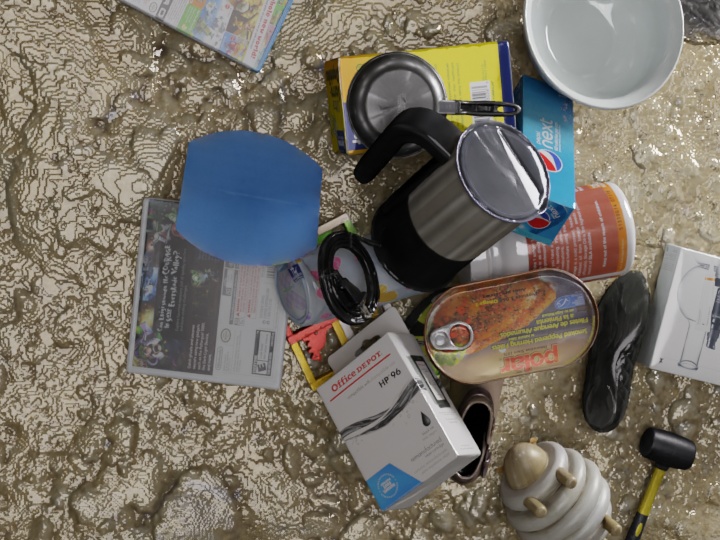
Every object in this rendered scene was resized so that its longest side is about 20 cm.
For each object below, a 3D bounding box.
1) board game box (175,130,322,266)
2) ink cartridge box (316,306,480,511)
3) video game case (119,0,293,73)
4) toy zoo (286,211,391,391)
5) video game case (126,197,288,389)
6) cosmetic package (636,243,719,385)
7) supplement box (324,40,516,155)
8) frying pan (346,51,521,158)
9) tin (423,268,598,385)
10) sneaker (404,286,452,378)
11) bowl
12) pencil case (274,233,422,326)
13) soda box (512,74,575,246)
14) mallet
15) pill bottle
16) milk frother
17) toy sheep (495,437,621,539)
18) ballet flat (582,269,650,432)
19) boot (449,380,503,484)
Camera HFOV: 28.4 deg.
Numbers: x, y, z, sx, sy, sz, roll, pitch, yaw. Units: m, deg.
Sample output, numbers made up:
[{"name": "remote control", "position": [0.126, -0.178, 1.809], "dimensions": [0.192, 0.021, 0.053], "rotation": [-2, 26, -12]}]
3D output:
[{"name": "board game box", "position": [-0.125, -0.071, 1.599], "dimensions": [0.156, 0.039, 0.202], "rotation": [9, 50, -8]}, {"name": "ink cartridge box", "position": [0.031, 0.151, 1.591], "dimensions": [0.116, 0.068, 0.201], "rotation": [-39, 68, 21]}, {"name": "video game case", "position": [-0.173, -0.335, 1.619], "dimensions": [0.198, 0.018, 0.145], "rotation": [26, 89, -11]}, {"name": "toy zoo", "position": [-0.030, 0.050, 1.677], "dimensions": [0.130, 0.020, 0.202], "rotation": [-26, 99, -7]}, {"name": "video game case", "position": [-0.170, 0.027, 1.636], "dimensions": [0.179, 0.023, 0.203], "rotation": [7, 94, -1]}, {"name": "cosmetic package", "position": [0.454, 0.066, 1.753], "dimensions": [0.197, 0.052, 0.153], "rotation": [13, 95, -11]}, {"name": "supplement box", "position": [0.066, -0.196, 1.627], "dimensions": [0.197, 0.109, 0.111], "rotation": [-7, 97, -10]}, {"name": "frying pan", "position": [0.075, -0.166, 1.565], "dimensions": [0.188, 0.031, 0.116], "rotation": [24, 93, -9]}, {"name": "tin", "position": [0.167, 0.065, 1.594], "dimensions": [0.197, 0.042, 0.114], "rotation": [-10, 76, -5]}, {"name": "sneaker", "position": [0.073, 0.113, 1.663], "dimensions": [0.075, 0.076, 0.201], "rotation": [29, 96, -42]}, {"name": "bowl", "position": [0.267, -0.280, 1.658], "dimensions": [0.198, 0.090, 0.204], "rotation": [1, 85, -14]}, {"name": "pencil case", "position": [0.000, 0.000, 1.617], "dimensions": [0.198, 0.084, 0.091], "rotation": [-13, 58, -26]}, {"name": "soda box", "position": [0.200, -0.128, 1.620], "dimensions": [0.067, 0.202, 0.064], "rotation": [18, 135, -11]}, {"name": "mallet", "position": [0.343, 0.289, 1.761], "dimensions": [0.065, 0.041, 0.202], "rotation": [26, 94, -13]}, {"name": "pill bottle", "position": [0.212, -0.035, 1.667], "dimensions": [0.197, 0.112, 0.114], "rotation": [-9, 97, -10]}, {"name": "milk frother", "position": [0.069, -0.044, 1.495], "dimensions": [0.179, 0.188, 0.202], "rotation": [26, 56, -17]}, {"name": "toy sheep", "position": [0.238, 0.278, 1.691], "dimensions": [0.138, 0.138, 0.201], "rotation": [-41, 110, -4]}, {"name": "ballet flat", "position": [0.309, 0.097, 1.737], "dimensions": [0.066, 0.057, 0.203], "rotation": [14, 87, 16]}, {"name": "boot", "position": [0.135, 0.146, 1.650], "dimensions": [0.069, 0.146, 0.203], "rotation": [6, 94, 2]}]
